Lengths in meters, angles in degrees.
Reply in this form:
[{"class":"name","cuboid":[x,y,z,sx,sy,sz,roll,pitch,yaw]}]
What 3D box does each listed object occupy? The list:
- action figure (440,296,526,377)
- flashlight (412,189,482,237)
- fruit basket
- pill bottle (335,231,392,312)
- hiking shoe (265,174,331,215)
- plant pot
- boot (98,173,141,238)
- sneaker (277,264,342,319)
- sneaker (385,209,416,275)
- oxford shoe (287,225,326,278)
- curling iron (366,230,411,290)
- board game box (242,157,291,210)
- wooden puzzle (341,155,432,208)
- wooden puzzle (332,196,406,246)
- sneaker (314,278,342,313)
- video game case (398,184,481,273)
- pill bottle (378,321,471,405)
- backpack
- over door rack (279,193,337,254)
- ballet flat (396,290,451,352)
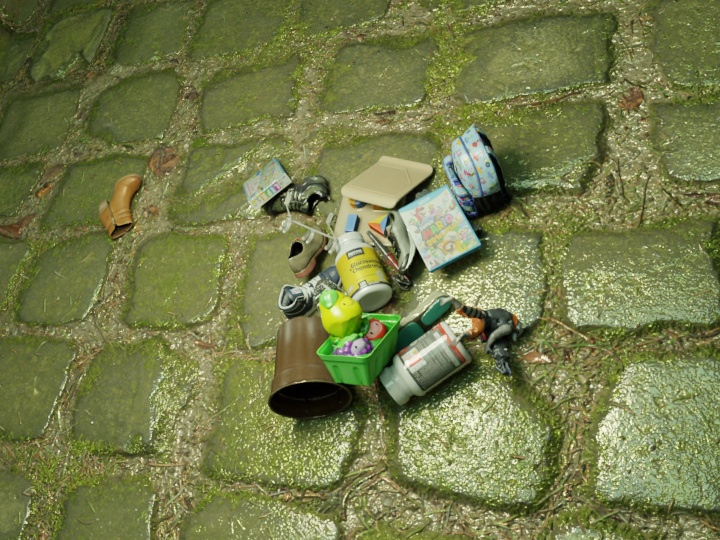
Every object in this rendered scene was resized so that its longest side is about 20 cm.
[{"class":"action figure","cuboid":[0.292,0.135,1.487,0.105,0.193,0.200,-65,32,36]},{"class":"flashlight","cuboid":[0.227,-0.138,1.721,0.200,0.068,0.068,36,81,29]},{"class":"fruit basket","cuboid":[-0.012,0.135,1.518,0.155,0.216,0.216,1,66,27]},{"class":"pill bottle","cuboid":[0.000,0.000,1.719,0.112,0.112,0.200,-28,57,9]},{"class":"hiking shoe","cuboid":[-0.184,-0.203,1.926,0.200,0.076,0.101,-25,54,10]},{"class":"plant pot","cuboid":[-0.127,0.231,1.623,0.200,0.200,0.198,-18,52,15]},{"class":"boot","cuboid":[-0.787,-0.214,2.199,0.200,0.077,0.155,-38,54,5]},{"class":"sneaker","cuboid":[-0.134,0.049,1.757,0.200,0.109,0.070,-45,57,-2]},{"class":"sneaker","cuboid":[0.104,-0.074,1.721,0.079,0.074,0.200,6,57,-7]},{"class":"oxford shoe","cuboid":[-0.147,-0.070,1.815,0.070,0.075,0.200,-17,35,26]},{"class":"curling iron","cuboid":[0.072,-0.031,1.731,0.026,0.050,0.200,-49,60,34]},{"class":"board game box","cuboid":[-0.280,-0.260,1.967,0.134,0.034,0.200,-38,27,3]},{"class":"wooden puzzle","cuboid":[0.074,-0.241,1.818,0.185,0.037,0.200,18,48,35]},{"class":"wooden puzzle","cuboid":[0.020,-0.158,1.830,0.200,0.046,0.185,2,66,25]},{"class":"sneaker","cuboid":[-0.052,0.108,1.661,0.074,0.080,0.200,-32,96,1]},{"class":"video game case","cuboid":[0.198,-0.107,1.667,0.143,0.018,0.200,-28,61,7]},{"class":"pill bottle","cuboid":[0.148,0.219,1.541,0.200,0.116,0.116,-36,56,3]},{"class":"backpack","cuboid":[0.284,-0.255,1.666,0.134,0.200,0.183,-22,59,9]},{"class":"over door rack","cuboid":[-0.141,-0.120,1.793,0.067,0.148,0.200,-59,18,23]},{"class":"ballet flat","cuboid":[0.141,0.125,1.636,0.200,0.067,0.062,-39,28,-3]}]
